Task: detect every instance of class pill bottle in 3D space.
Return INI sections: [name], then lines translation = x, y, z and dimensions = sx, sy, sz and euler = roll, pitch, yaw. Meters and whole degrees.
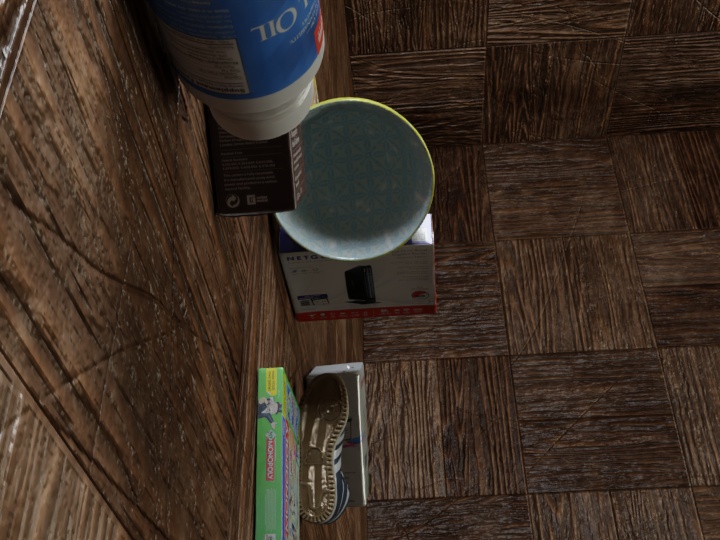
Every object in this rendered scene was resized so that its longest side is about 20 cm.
[pill bottle]
translation = -0.082, -0.178, 0.636
dimensions = 0.200, 0.112, 0.113
euler = 81, 7, -65

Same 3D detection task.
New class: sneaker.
[sneaker]
translation = -0.048, 0.247, 1.281
dimensions = 0.109, 0.070, 0.201
euler = 68, 25, -67

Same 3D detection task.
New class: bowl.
[bowl]
translation = -0.013, -0.121, 1.151
dimensions = 0.108, 0.199, 0.201
euler = -94, 180, -69

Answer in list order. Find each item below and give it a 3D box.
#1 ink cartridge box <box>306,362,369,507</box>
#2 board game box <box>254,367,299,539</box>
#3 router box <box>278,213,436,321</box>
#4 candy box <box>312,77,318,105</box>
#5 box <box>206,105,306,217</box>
[ink cartridge box]
translation = -0.033, 0.251, 1.458
dimensions = 0.145, 0.084, 0.201
euler = -17, 104, -87
[board game box]
translation = -0.086, 0.220, 0.987
dimensions = 0.135, 0.029, 0.201
euler = 83, 4, -63
[router box]
translation = 0.000, 0.000, 1.261
dimensions = 0.180, 0.199, 0.049
euler = 80, 7, -58
[candy box]
translation = -0.080, -0.170, 1.249
dimensions = 0.200, 0.055, 0.116
euler = 84, 5, -47
[box]
translation = -0.093, -0.155, 0.823
dimensions = 0.100, 0.075, 0.201
euler = -81, 166, -75
